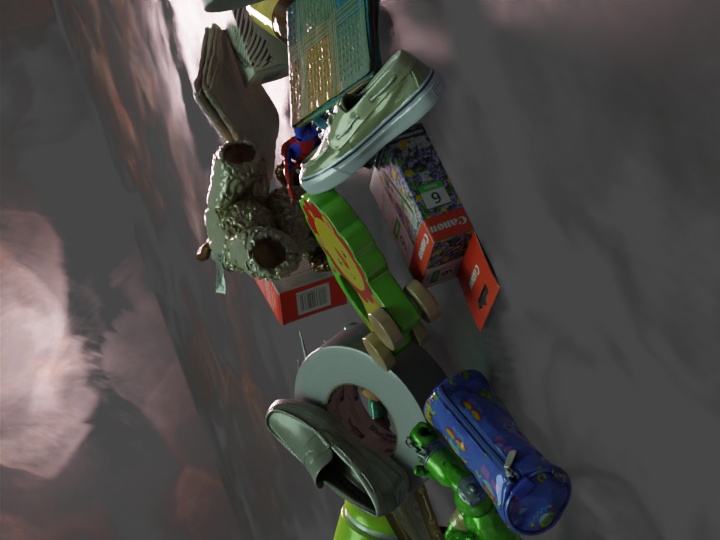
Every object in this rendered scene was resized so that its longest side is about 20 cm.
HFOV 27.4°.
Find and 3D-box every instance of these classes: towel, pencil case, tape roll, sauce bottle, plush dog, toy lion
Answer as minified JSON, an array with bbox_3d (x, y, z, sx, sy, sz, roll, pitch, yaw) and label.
[{"bbox_3d":[-0.029,-0.244,1.552,0.200,0.021,0.148,-23,66,62],"label":"towel"},{"bbox_3d":[0.136,0.180,1.493,0.087,0.078,0.200,47,-178,-39],"label":"pencil case"},{"bbox_3d":[0.019,0.164,1.730,0.199,0.066,0.202,20,126,30],"label":"tape roll"},{"bbox_3d":[-0.078,-0.295,1.725,0.200,0.065,0.067,-132,28,-58],"label":"sauce bottle"},{"bbox_3d":[-0.111,-0.057,1.910,0.161,0.170,0.202,-49,54,49],"label":"plush dog"},{"bbox_3d":[0.000,0.000,1.570,0.192,0.068,0.200,53,169,10],"label":"toy lion"},{"bbox_3d":[-0.162,-0.217,1.946,0.201,0.034,0.134,57,-151,-45],"label":"towel"}]

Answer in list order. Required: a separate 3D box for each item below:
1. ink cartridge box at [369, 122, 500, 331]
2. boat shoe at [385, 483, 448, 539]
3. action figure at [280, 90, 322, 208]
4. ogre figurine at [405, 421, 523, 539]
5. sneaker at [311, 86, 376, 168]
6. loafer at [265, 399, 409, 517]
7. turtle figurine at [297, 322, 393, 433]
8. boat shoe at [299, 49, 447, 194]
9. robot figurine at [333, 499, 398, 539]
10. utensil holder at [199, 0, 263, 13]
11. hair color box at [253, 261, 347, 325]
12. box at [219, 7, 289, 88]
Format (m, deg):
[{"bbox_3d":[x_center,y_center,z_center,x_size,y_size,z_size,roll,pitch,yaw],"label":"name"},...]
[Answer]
[{"bbox_3d":[0.074,-0.038,1.520,0.109,0.050,0.201,104,145,-62],"label":"ink cartridge box"},{"bbox_3d":[0.091,0.343,1.850,0.201,0.066,0.074,63,166,-17],"label":"boat shoe"},{"bbox_3d":[-0.060,-0.155,1.812,0.200,0.065,0.100,105,152,-63],"label":"action figure"},{"bbox_3d":[0.126,0.255,1.578,0.120,0.097,0.202,-142,36,-62],"label":"ogre figurine"},{"bbox_3d":[-0.001,-0.181,1.615,0.096,0.079,0.200,-64,19,16],"label":"sneaker"},{"bbox_3d":[-0.036,0.216,1.710,0.199,0.070,0.070,29,129,25],"label":"loafer"},{"bbox_3d":[0.009,0.137,1.835,0.201,0.100,0.150,60,147,9],"label":"turtle figurine"},{"bbox_3d":[0.001,-0.149,1.464,0.062,0.072,0.200,43,125,-14],"label":"boat shoe"},{"bbox_3d":[0.023,0.359,1.946,0.176,0.115,0.202,-51,-24,-68],"label":"robot figurine"},{"bbox_3d":[-0.134,-0.405,1.614,0.170,0.168,0.202,163,87,-74],"label":"utensil holder"},{"bbox_3d":[-0.102,-0.020,2.040,0.201,0.101,0.062,-123,21,-44],"label":"hair color box"},{"bbox_3d":[-0.144,-0.344,1.888,0.082,0.068,0.202,142,109,-74],"label":"box"}]
